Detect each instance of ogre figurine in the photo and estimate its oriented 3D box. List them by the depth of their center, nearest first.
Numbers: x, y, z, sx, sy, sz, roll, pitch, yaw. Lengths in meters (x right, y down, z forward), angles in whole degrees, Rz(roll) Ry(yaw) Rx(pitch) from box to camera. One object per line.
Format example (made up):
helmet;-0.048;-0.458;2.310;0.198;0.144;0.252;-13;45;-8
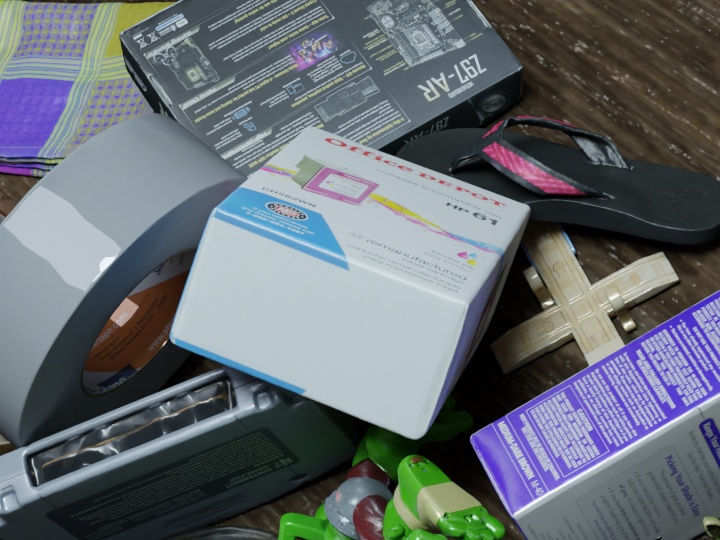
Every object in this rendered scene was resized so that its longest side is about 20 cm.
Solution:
ogre figurine;0.010;0.138;1.254;0.120;0.098;0.200;-57;35;26

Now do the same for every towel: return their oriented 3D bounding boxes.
towel;-0.207;-0.129;1.598;0.200;0.023;0.144;5;62;27

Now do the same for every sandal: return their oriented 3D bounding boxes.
sandal;0.118;-0.061;1.365;0.200;0.045;0.075;10;44;16

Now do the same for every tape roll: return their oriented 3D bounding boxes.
tape roll;-0.144;0.011;1.322;0.066;0.200;0.200;39;78;16

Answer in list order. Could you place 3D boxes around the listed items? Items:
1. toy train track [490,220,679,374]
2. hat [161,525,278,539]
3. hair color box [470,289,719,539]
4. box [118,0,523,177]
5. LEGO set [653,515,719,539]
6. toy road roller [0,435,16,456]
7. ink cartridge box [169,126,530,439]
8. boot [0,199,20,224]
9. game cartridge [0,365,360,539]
toy train track;0.110;-0.012;1.371;0.115;0.033;0.200;-29;50;4
hat;-0.105;0.210;1.286;0.200;0.081;0.201;-12;53;16
hair color box;0.169;0.084;1.231;0.200;0.109;0.065;-29;50;3
box;-0.024;-0.126;1.450;0.200;0.044;0.160;-31;66;-13
LEGO set;0.186;0.138;1.146;0.200;0.154;0.116;-26;81;8
toy road roller;-0.283;0.091;1.404;0.200;0.146;0.123;-18;53;12
ink cartridge box;0.000;0.000;1.277;0.144;0.200;0.085;21;109;7
boot;-0.119;-0.069;1.491;0.186;0.064;0.200;26;74;21
game cartridge;-0.107;0.111;1.319;0.200;0.133;0.042;-22;68;8
